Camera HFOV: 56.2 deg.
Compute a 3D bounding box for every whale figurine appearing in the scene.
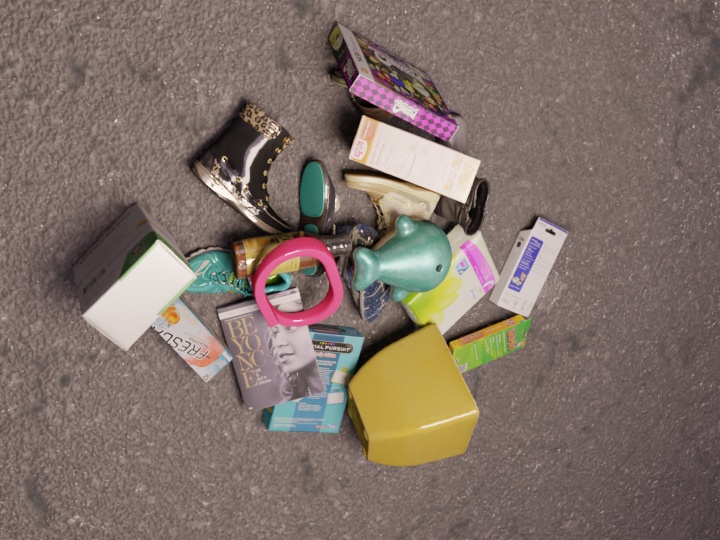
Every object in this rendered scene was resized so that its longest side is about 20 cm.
[{"bbox_3d":[0.077,-0.014,1.161,0.197,0.103,0.163,-13,118,-36],"label":"whale figurine"}]

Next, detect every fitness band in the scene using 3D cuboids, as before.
[{"bbox_3d":[-0.101,0.027,1.091,0.141,0.038,0.202,-22,142,-5],"label":"fitness band"}]

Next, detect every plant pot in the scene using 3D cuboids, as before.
[{"bbox_3d":[0.082,0.254,1.266,0.196,0.197,0.197,-16,146,-14],"label":"plant pot"}]

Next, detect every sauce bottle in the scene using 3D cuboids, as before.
[{"bbox_3d":[-0.112,-0.031,1.102,0.196,0.066,0.068,-10,113,-21],"label":"sauce bottle"}]

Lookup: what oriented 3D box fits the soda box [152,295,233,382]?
[{"bbox_3d":[-0.297,0.090,1.116,0.063,0.068,0.201,-40,122,-8],"label":"soda box"}]

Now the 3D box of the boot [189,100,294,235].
[{"bbox_3d":[-0.159,-0.160,1.097,0.199,0.073,0.152,38,89,-26],"label":"boot"}]

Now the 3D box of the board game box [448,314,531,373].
[{"bbox_3d":[0.272,0.158,1.432,0.196,0.030,0.097,-16,137,-18],"label":"board game box"}]

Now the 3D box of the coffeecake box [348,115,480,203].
[{"bbox_3d":[0.089,-0.184,1.113,0.196,0.154,0.074,22,101,2],"label":"coffeecake box"}]

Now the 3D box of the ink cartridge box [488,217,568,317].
[{"bbox_3d":[0.355,-0.009,1.424,0.098,0.039,0.203,20,100,-30],"label":"ink cartridge box"}]

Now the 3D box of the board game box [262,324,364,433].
[{"bbox_3d":[-0.090,0.204,1.274,0.148,0.047,0.204,9,104,-28],"label":"board game box"}]

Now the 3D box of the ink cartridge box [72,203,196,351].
[{"bbox_3d":[-0.337,0.001,0.990,0.145,0.200,0.088,-46,125,-5],"label":"ink cartridge box"}]

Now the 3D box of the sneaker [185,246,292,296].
[{"bbox_3d":[-0.208,0.007,1.125,0.196,0.080,0.079,-3,110,-25],"label":"sneaker"}]

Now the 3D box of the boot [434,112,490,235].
[{"bbox_3d":[0.193,-0.176,1.227,0.068,0.131,0.205,-9,112,-22],"label":"boot"}]

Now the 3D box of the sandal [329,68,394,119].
[{"bbox_3d":[0.033,-0.282,1.145,0.198,0.080,0.058,21,113,-31],"label":"sandal"}]

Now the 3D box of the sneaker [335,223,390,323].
[{"bbox_3d":[0.000,0.000,1.229,0.076,0.084,0.204,-30,127,-34],"label":"sneaker"}]

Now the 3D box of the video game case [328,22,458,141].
[{"bbox_3d":[0.051,-0.304,1.085,0.197,0.183,0.036,20,125,-30],"label":"video game case"}]

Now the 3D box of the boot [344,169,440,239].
[{"bbox_3d":[0.042,-0.092,1.220,0.197,0.072,0.158,10,105,-32],"label":"boot"}]

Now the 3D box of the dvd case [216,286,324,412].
[{"bbox_3d":[-0.157,0.142,1.195,0.145,0.016,0.204,-14,105,-2],"label":"dvd case"}]

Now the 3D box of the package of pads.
[{"bbox_3d":[0.170,0.025,1.309,0.199,0.068,0.155,-42,137,-6],"label":"package of pads"}]

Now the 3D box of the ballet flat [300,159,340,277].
[{"bbox_3d":[-0.069,-0.091,1.173,0.072,0.073,0.205,-2,103,-25],"label":"ballet flat"}]
